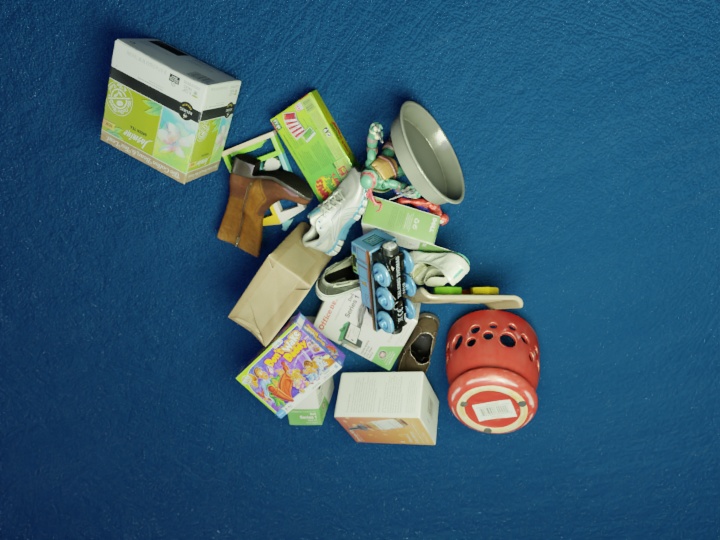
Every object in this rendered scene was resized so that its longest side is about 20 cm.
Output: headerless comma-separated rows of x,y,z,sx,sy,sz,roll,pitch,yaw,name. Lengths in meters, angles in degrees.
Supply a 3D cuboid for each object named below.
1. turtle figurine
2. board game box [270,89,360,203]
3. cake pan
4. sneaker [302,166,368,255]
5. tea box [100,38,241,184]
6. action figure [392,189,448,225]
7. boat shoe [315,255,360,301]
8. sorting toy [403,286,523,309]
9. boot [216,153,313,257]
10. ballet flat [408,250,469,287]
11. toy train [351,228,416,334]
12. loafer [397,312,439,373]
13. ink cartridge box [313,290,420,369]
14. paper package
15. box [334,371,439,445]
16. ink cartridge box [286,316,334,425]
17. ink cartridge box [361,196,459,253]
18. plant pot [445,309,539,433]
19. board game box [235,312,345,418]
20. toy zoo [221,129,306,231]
0.050,-0.191,0.979,0.100,0.200,0.151,-25,103,38,turtle figurine
-0.080,-0.239,1.076,0.100,0.048,0.202,-25,106,21,board game box
0.119,-0.204,0.969,0.036,0.201,0.202,-27,107,32,cake pan
-0.054,-0.113,1.045,0.085,0.075,0.202,6,127,-34,sneaker
-0.368,-0.311,1.050,0.197,0.134,0.199,26,118,6,tea box
0.091,-0.150,1.071,0.198,0.065,0.052,30,100,-4,action figure
0.000,0.000,1.093,0.071,0.198,0.064,52,147,17,boat shoe
0.196,0.050,1.068,0.195,0.185,0.037,5,84,-6,sorting toy
-0.203,-0.114,1.125,0.185,0.069,0.203,21,117,2,boot
0.134,-0.001,1.064,0.068,0.199,0.071,0,91,-27,ballet flat
0.044,0.026,1.022,0.114,0.086,0.203,33,140,44,toy train
0.123,0.192,1.214,0.072,0.071,0.204,14,117,5,loafer
0.011,0.100,1.182,0.197,0.085,0.148,26,116,-1,ink cartridge box
-0.157,0.024,1.128,0.103,0.201,0.191,36,117,-4,paper package
0.063,0.312,1.219,0.196,0.108,0.153,-6,142,22,box
-0.124,0.226,1.241,0.082,0.147,0.204,-1,114,11,ink cartridge box
0.103,-0.080,1.072,0.196,0.104,0.060,17,82,5,ink cartridge box
0.270,0.211,1.112,0.196,0.184,0.204,7,127,9,plant pot
-0.147,0.201,1.128,0.134,0.045,0.200,43,113,-11,board game box
-0.197,-0.177,1.144,0.129,0.021,0.203,-15,110,18,toy zoo
